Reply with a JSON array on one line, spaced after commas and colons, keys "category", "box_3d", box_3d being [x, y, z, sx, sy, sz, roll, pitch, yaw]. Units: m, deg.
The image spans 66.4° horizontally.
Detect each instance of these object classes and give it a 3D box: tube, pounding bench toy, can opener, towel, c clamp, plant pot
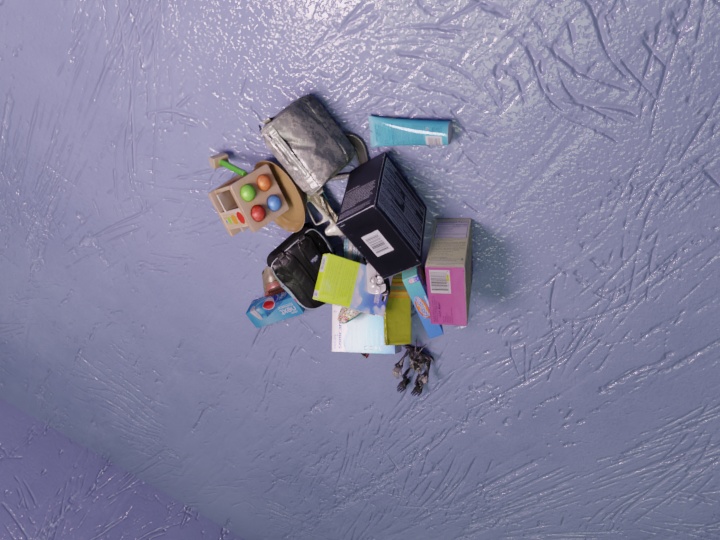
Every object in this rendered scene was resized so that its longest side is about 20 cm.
[{"category": "tube", "box_3d": [0.111, -0.318, 1.268, 0.194, 0.051, 0.079, 6, 125, 19]}, {"category": "pounding bench toy", "box_3d": [-0.297, -0.210, 1.390, 0.154, 0.124, 0.204, -3, 119, 51]}, {"category": "can opener", "box_3d": [0.040, -0.034, 1.440, 0.051, 0.207, 0.066, -8, 169, 21]}, {"category": "towel", "box_3d": [0.103, 0.102, 1.518, 0.083, 0.018, 0.207, -1, 91, -18]}, {"category": "c clamp", "box_3d": [-0.048, -0.256, 1.376, 0.194, 0.027, 0.174, 0, 127, 17]}, {"category": "plant pot", "box_3d": [-0.206, -0.195, 1.430, 0.198, 0.027, 0.204, 32, 141, 29]}]

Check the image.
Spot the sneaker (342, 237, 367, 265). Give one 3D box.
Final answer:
[{"category": "sneaker", "box_3d": [0.000, 0.000, 1.530, 0.083, 0.079, 0.204, -1, 130, 7]}]

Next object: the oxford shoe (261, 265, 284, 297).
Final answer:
[{"category": "oxford shoe", "box_3d": [-0.255, 0.029, 1.613, 0.200, 0.069, 0.077, 140, 111, -72]}]

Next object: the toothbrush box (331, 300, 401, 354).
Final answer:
[{"category": "toothbrush box", "box_3d": [0.018, 0.161, 1.596, 0.194, 0.085, 0.151, -1, 87, 17]}]

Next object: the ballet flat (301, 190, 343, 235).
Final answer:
[{"category": "ballet flat", "box_3d": [-0.087, -0.142, 1.442, 0.075, 0.068, 0.200, -46, 112, -5]}]

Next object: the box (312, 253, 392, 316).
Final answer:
[{"category": "box", "box_3d": [-0.018, 0.040, 1.454, 0.195, 0.126, 0.047, 17, 175, -24]}]

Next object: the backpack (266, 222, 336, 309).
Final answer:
[{"category": "backpack", "box_3d": [-0.143, -0.005, 1.499, 0.177, 0.150, 0.201, -41, 110, -5]}]

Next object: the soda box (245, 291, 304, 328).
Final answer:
[{"category": "soda box", "box_3d": [-0.259, 0.113, 1.708, 0.196, 0.065, 0.069, -20, 120, 29]}]

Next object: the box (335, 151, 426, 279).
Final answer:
[{"category": "box", "box_3d": [0.057, -0.129, 1.314, 0.121, 0.202, 0.200, -21, 127, 32]}]

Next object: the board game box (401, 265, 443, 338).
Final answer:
[{"category": "board game box", "box_3d": [0.163, 0.054, 1.465, 0.044, 0.154, 0.203, -19, 120, 14]}]

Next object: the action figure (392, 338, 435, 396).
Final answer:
[{"category": "action figure", "box_3d": [0.165, 0.311, 1.701, 0.116, 0.103, 0.204, 19, 133, 18]}]

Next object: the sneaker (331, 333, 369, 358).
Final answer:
[{"category": "sneaker", "box_3d": [-0.002, 0.218, 1.676, 0.195, 0.099, 0.079, -7, 165, 24]}]

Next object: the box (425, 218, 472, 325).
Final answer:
[{"category": "box", "box_3d": [0.225, 0.001, 1.373, 0.094, 0.202, 0.180, 1, 129, 16]}]

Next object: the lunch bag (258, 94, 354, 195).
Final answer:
[{"category": "lunch bag", "box_3d": [-0.129, -0.285, 1.271, 0.138, 0.169, 0.201, -32, 104, 29]}]

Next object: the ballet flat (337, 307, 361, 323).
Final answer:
[{"category": "ballet flat", "box_3d": [0.010, 0.069, 1.530, 0.075, 0.197, 0.065, 26, 145, 57]}]
